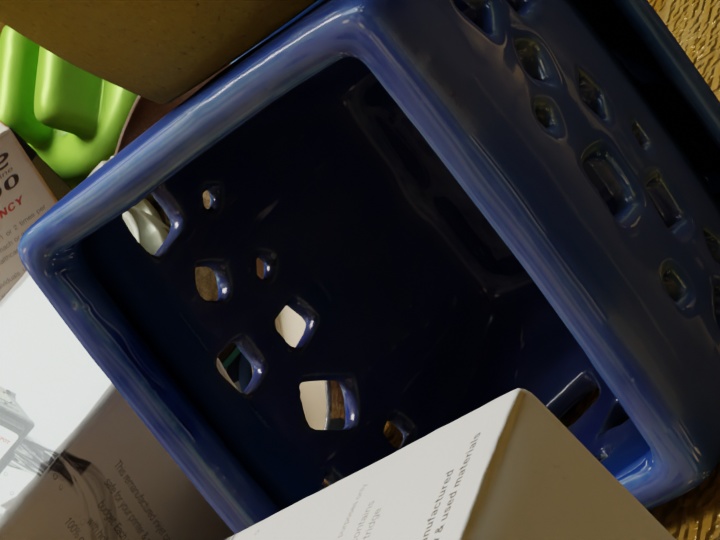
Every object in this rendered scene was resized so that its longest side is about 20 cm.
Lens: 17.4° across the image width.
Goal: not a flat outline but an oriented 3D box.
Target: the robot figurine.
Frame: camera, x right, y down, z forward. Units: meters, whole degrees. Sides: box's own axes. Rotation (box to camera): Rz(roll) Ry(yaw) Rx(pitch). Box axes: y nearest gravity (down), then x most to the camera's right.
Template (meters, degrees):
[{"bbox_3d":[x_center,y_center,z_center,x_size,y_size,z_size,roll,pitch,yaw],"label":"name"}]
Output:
[{"bbox_3d":[-0.128,-0.097,1.443,0.175,0.199,0.117,-10,72,43],"label":"robot figurine"}]

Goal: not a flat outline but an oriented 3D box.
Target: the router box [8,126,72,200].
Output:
[{"bbox_3d":[-0.220,0.041,1.366,0.200,0.157,0.052,-48,17,-9],"label":"router box"}]

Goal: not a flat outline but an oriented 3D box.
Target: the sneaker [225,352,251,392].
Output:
[{"bbox_3d":[0.000,0.000,1.098,0.200,0.074,0.082,-53,18,0],"label":"sneaker"}]

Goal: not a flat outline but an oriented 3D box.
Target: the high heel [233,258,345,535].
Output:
[{"bbox_3d":[-0.046,0.039,0.979,0.071,0.143,0.200,-27,24,44],"label":"high heel"}]

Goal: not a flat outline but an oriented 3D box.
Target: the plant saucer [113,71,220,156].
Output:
[{"bbox_3d":[-0.070,-0.024,1.222,0.200,0.034,0.202,-13,73,52],"label":"plant saucer"}]

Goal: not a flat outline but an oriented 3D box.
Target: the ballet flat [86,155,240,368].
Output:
[{"bbox_3d":[-0.099,-0.016,1.122,0.068,0.072,0.200,-50,23,13],"label":"ballet flat"}]

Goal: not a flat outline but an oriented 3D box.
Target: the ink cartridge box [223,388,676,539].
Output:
[{"bbox_3d":[0.010,0.137,0.615,0.200,0.146,0.085,-32,22,39],"label":"ink cartridge box"}]

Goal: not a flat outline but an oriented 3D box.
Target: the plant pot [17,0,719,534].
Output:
[{"bbox_3d":[0.029,-0.017,0.862,0.199,0.200,0.180,-29,16,40],"label":"plant pot"}]

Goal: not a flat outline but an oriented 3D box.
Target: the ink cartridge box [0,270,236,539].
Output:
[{"bbox_3d":[-0.140,0.113,1.000,0.083,0.146,0.200,26,67,32],"label":"ink cartridge box"}]

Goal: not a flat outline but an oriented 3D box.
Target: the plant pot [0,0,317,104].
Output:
[{"bbox_3d":[-0.069,-0.143,0.816,0.199,0.142,0.200,-34,8,5],"label":"plant pot"}]

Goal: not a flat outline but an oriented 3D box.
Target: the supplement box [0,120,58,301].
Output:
[{"bbox_3d":[-0.158,0.017,1.133,0.073,0.201,0.126,-35,26,-9],"label":"supplement box"}]
